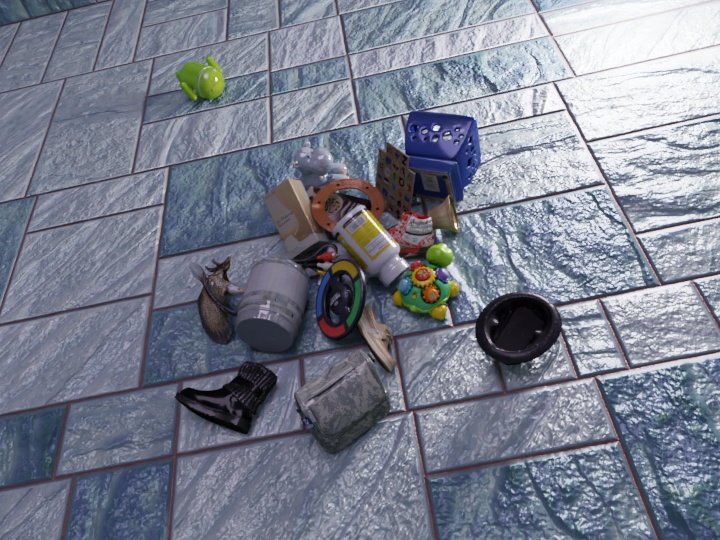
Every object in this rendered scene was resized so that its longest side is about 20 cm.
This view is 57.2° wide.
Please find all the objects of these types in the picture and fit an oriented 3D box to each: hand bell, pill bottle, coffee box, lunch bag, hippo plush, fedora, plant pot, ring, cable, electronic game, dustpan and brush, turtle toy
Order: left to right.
[{"bbox_3d":[-0.131,-0.020,1.735,0.198,0.098,0.050,-1,9,18],"label":"cable"},{"bbox_3d":[-0.132,-0.312,1.966,0.198,0.161,0.160,11,54,22],"label":"hippo plush"},{"bbox_3d":[-0.076,-0.157,1.875,0.198,0.080,0.113,15,55,25],"label":"coffee box"},{"bbox_3d":[-0.050,0.070,1.629,0.199,0.041,0.202,-22,62,48],"label":"electronic game"},{"bbox_3d":[-0.044,0.277,1.438,0.199,0.168,0.139,-33,50,-14],"label":"lunch bag"},{"bbox_3d":[-0.034,-0.173,1.806,0.198,0.019,0.202,-1,55,1],"label":"ring"},{"bbox_3d":[0.000,0.000,1.750,0.198,0.057,0.141,3,62,24],"label":"dustpan and brush"},{"bbox_3d":[0.030,-0.059,1.681,0.111,0.111,0.200,-38,84,-20],"label":"pill bottle"},{"bbox_3d":[0.162,-0.129,1.807,0.198,0.104,0.105,-14,47,18],"label":"hand bell"},{"bbox_3d":[0.170,0.022,1.649,0.145,0.102,0.201,17,56,26],"label":"turtle toy"},{"bbox_3d":[0.217,-0.310,1.857,0.198,0.200,0.181,12,66,22],"label":"plant pot"},{"bbox_3d":[0.359,0.146,1.504,0.199,0.092,0.202,-7,49,8],"label":"fedora"}]

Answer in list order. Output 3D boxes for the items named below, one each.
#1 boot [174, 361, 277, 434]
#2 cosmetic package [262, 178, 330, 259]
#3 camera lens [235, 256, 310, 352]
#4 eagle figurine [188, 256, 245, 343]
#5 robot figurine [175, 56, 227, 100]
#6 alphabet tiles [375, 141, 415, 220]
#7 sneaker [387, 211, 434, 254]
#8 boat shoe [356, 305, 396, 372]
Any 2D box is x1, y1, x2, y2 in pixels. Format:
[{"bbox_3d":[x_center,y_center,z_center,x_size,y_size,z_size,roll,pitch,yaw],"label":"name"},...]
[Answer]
[{"bbox_3d":[-0.315,0.279,1.557,0.209,0.080,0.159,18,62,13],"label":"boot"},{"bbox_3d":[-0.177,-0.140,1.813,0.105,0.071,0.201,-33,76,22],"label":"cosmetic package"},{"bbox_3d":[-0.216,0.080,1.653,0.158,0.161,0.201,1,50,14],"label":"camera lens"},{"bbox_3d":[-0.367,0.063,1.700,0.150,0.152,0.201,-17,47,24],"label":"eagle figurine"},{"bbox_3d":[-0.586,-0.700,2.438,0.199,0.116,0.176,23,61,28],"label":"robot figurine"},{"bbox_3d":[0.094,-0.245,1.833,0.006,0.201,0.166,-19,42,-29],"label":"alphabet tiles"},{"bbox_3d":[0.096,-0.101,1.756,0.199,0.109,0.067,0,18,7],"label":"sneaker"},{"bbox_3d":[0.042,0.155,1.585,0.069,0.074,0.200,-30,49,-5],"label":"boat shoe"}]
